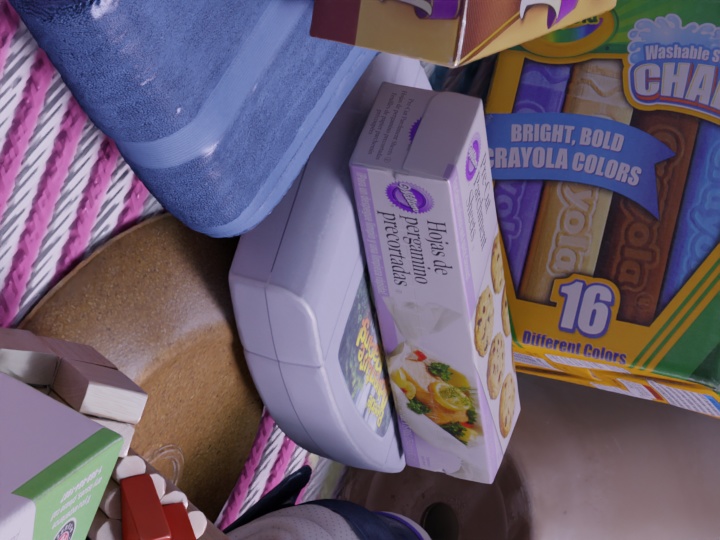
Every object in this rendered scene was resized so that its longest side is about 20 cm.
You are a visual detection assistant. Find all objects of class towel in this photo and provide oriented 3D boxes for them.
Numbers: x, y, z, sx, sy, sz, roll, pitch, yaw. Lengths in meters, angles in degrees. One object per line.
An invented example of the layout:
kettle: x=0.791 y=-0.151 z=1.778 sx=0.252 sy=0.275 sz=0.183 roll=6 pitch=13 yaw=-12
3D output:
towel: x=-0.050 y=-0.088 z=0.942 sx=0.112 sy=0.048 sz=0.200 roll=-57 pitch=159 yaw=-10

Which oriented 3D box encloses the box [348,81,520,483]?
box: x=0.030 y=0.009 z=1.109 sx=0.200 sy=0.038 sz=0.042 roll=80 pitch=26 yaw=-53

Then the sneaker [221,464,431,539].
sneaker: x=-0.066 y=0.160 z=1.148 sx=0.200 sy=0.081 sz=0.146 roll=-41 pitch=162 yaw=16

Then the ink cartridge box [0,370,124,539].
ink cartridge box: x=-0.164 y=0.136 z=0.903 sx=0.201 sy=0.084 sz=0.145 roll=-67 pitch=170 yaw=19

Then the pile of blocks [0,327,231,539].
pile of blocks: x=-0.076 y=0.106 z=0.999 sx=0.082 sy=0.062 sz=0.200 roll=-41 pitch=123 yaw=-11

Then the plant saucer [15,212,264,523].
plant saucer: x=-0.090 y=0.074 z=1.081 sx=0.200 sy=0.035 sz=0.201 roll=-46 pitch=154 yaw=-30

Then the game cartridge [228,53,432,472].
game cartridge: x=0.000 y=0.000 z=1.133 sx=0.200 sy=0.041 sz=0.134 roll=61 pitch=48 yaw=-66

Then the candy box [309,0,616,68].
candy box: x=0.047 y=-0.139 z=1.004 sx=0.200 sy=0.056 sz=0.117 roll=-27 pitch=128 yaw=-67

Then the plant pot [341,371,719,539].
plant pot: x=0.090 y=0.115 z=1.354 sx=0.173 sy=0.200 sz=0.201 roll=2 pitch=118 yaw=-48

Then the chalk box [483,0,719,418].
chalk box: x=0.122 y=-0.052 z=1.217 sx=0.125 sy=0.123 sz=0.201 roll=30 pitch=73 yaw=-72
